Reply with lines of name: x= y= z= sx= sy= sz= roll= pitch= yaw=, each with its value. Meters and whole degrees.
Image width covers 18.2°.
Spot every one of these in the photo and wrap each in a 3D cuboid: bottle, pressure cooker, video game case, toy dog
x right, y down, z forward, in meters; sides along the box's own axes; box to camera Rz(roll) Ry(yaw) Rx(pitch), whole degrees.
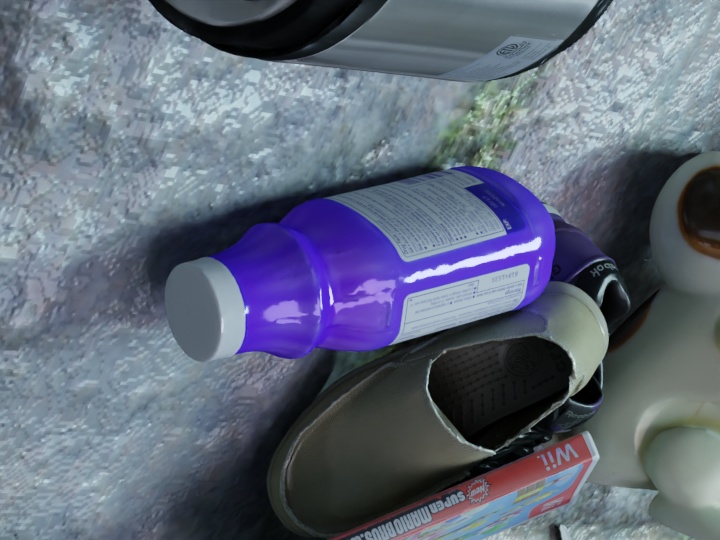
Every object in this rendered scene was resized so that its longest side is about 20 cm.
bottle: x=0.000 y=0.000 z=1.083 sx=0.199 sy=0.083 sz=0.066 roll=-15 pitch=124 yaw=-37
pressure cooker: x=-0.002 y=-0.165 z=0.875 sx=0.199 sy=0.179 sz=0.177 roll=0 pitch=123 yaw=-45
video game case: x=0.025 y=0.142 z=1.179 sx=0.199 sy=0.018 sz=0.143 roll=-22 pitch=166 yaw=-6
toy dog: x=0.198 y=0.031 z=1.263 sx=0.139 sy=0.193 sz=0.201 roll=-21 pitch=129 yaw=-69

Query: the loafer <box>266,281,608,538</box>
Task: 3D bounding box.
loafer: x=0.035 y=0.072 z=1.145 sx=0.200 sy=0.076 sz=0.068 roll=-35 pitch=-178 yaw=9

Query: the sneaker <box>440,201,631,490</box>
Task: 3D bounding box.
sneaker: x=0.083 y=0.070 z=1.216 sx=0.075 sy=0.088 sz=0.201 roll=-7 pitch=125 yaw=-41

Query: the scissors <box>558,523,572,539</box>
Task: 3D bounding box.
scissors: x=0.146 y=0.229 z=1.465 sx=0.073 sy=0.014 sz=0.200 roll=-47 pitch=142 yaw=-4
